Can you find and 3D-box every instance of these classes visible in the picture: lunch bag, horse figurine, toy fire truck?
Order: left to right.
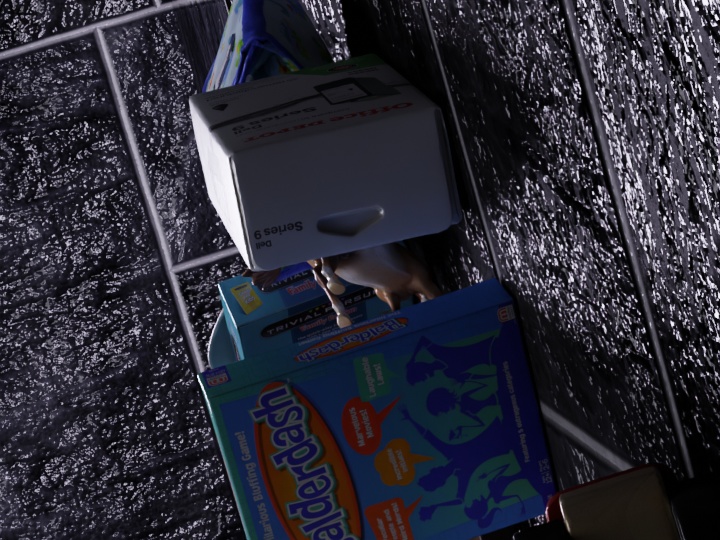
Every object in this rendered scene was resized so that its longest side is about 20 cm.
[{"bbox_3d":[-0.060,-0.116,1.547,0.170,0.127,0.201,-100,-2,-64],"label":"lunch bag"},{"bbox_3d":[0.000,0.000,1.432,0.199,0.050,0.133,23,-152,-35],"label":"horse figurine"},{"bbox_3d":[0.126,0.185,0.962,0.200,0.128,0.177,13,-121,-85],"label":"toy fire truck"}]

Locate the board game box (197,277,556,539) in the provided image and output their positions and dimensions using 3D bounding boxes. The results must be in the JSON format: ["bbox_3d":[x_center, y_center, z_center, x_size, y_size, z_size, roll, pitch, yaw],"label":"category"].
[{"bbox_3d":[0.014,0.108,1.264,0.045,0.199,0.153,-124,17,-67],"label":"board game box"}]

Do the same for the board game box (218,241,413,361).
[{"bbox_3d":[-0.030,0.053,1.666,0.200,0.150,0.047,84,162,-58],"label":"board game box"}]

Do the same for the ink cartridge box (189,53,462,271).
[{"bbox_3d":[-0.027,-0.077,1.360,0.200,0.145,0.085,-129,26,-70],"label":"ink cartridge box"}]

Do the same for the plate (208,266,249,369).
[{"bbox_3d":[-0.054,0.015,1.717,0.026,0.200,0.200,37,160,18],"label":"plate"}]

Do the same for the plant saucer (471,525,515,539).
[{"bbox_3d":[0.080,0.159,1.550,0.200,0.034,0.201,163,90,-83],"label":"plant saucer"}]
